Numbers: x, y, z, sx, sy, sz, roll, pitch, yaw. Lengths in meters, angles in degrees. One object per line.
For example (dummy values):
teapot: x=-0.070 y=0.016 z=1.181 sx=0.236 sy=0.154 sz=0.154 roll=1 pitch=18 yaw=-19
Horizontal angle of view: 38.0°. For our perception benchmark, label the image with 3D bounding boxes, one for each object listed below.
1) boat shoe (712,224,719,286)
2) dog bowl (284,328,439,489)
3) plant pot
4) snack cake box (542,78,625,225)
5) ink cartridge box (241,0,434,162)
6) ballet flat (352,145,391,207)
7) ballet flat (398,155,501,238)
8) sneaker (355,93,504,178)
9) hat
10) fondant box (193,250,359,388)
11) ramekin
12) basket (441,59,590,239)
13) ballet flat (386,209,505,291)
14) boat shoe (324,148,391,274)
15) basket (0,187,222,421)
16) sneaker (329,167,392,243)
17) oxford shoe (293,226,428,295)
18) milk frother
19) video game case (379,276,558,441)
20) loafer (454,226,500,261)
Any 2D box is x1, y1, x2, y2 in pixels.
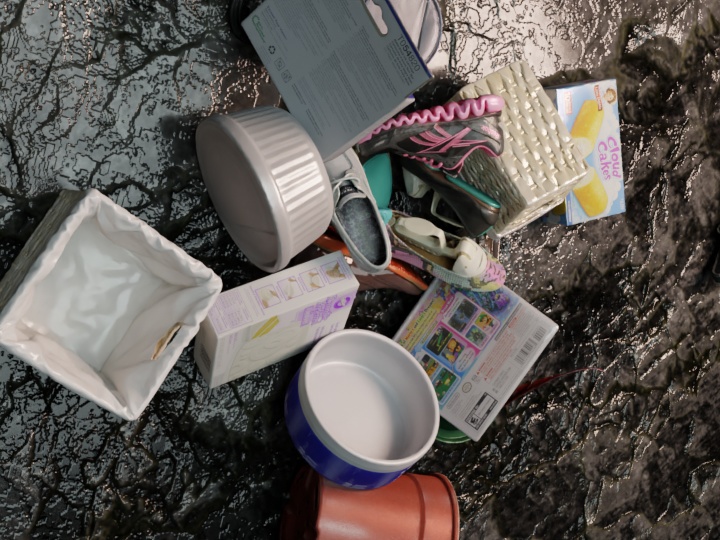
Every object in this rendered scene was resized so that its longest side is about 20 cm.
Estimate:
boat shoe: x=0.636 y=-0.063 z=1.731 sx=0.062 sy=0.075 sz=0.201 roll=46 pitch=75 yaw=-26
dog bowl: x=0.002 y=0.183 z=1.383 sx=0.198 sy=0.079 sz=0.202 roll=17 pitch=48 yaw=-20
plant pot: x=0.003 y=0.354 z=1.417 sx=0.193 sy=0.200 sz=0.203 roll=18 pitch=89 yaw=-19
snack cake box: x=0.327 y=-0.178 z=1.563 sx=0.114 sy=0.067 sz=0.203 roll=-13 pitch=103 yaw=-24
ink cartridge box: x=-0.023 y=-0.257 z=1.204 sx=0.040 sy=0.199 sz=0.201 roll=-27 pitch=87 yaw=-51
ballet flat: x=0.003 y=-0.164 z=1.402 sx=0.068 sy=0.063 sz=0.202 roll=-27 pitch=128 yaw=-32
ballet flat: x=0.102 y=-0.115 z=1.414 sx=0.068 sy=0.200 sz=0.069 roll=2 pitch=128 yaw=-55
sneaker: x=0.094 y=-0.161 z=1.329 sx=0.197 sy=0.079 sz=0.097 roll=-13 pitch=101 yaw=0
hat: x=0.194 y=0.172 z=1.483 sx=0.165 sy=0.176 sz=0.201 roll=36 pitch=81 yaw=-27
fondant box: x=-0.110 y=0.063 z=1.335 sx=0.198 sy=0.145 sz=0.059 roll=-22 pitch=66 yaw=-23
ramekin: x=-0.113 y=-0.107 z=1.278 sx=0.094 sy=0.202 sz=0.205 roll=-27 pitch=109 yaw=-23
basket: x=0.201 y=-0.169 z=1.430 sx=0.135 sy=0.123 sz=0.202 roll=-28 pitch=83 yaw=-21
ballet flat: x=0.109 y=-0.029 z=1.409 sx=0.198 sy=0.071 sz=0.070 roll=22 pitch=61 yaw=-1
boat shoe: x=-0.012 y=-0.091 z=1.296 sx=0.069 sy=0.071 sz=0.203 roll=-26 pitch=94 yaw=-7
basket: x=-0.305 y=0.034 z=1.222 sx=0.199 sy=0.160 sz=0.199 roll=37 pitch=81 yaw=-25
sneaker: x=-0.036 y=-0.125 z=1.362 sx=0.079 sy=0.078 sz=0.201 roll=-37 pitch=99 yaw=6
oxford shoe: x=0.000 y=0.000 z=1.432 sx=0.198 sy=0.071 sz=0.073 roll=23 pitch=105 yaw=-21
milk frother: x=-0.037 y=-0.310 z=1.292 sx=0.199 sy=0.188 sz=0.182 roll=-30 pitch=109 yaw=-20
video game case: x=0.148 y=0.105 z=1.464 sx=0.181 sy=0.024 sz=0.201 roll=36 pitch=97 yaw=5
loafer: x=0.161 y=-0.041 z=1.505 sx=0.070 sy=0.073 sz=0.203 roll=14 pitch=86 yaw=-17
